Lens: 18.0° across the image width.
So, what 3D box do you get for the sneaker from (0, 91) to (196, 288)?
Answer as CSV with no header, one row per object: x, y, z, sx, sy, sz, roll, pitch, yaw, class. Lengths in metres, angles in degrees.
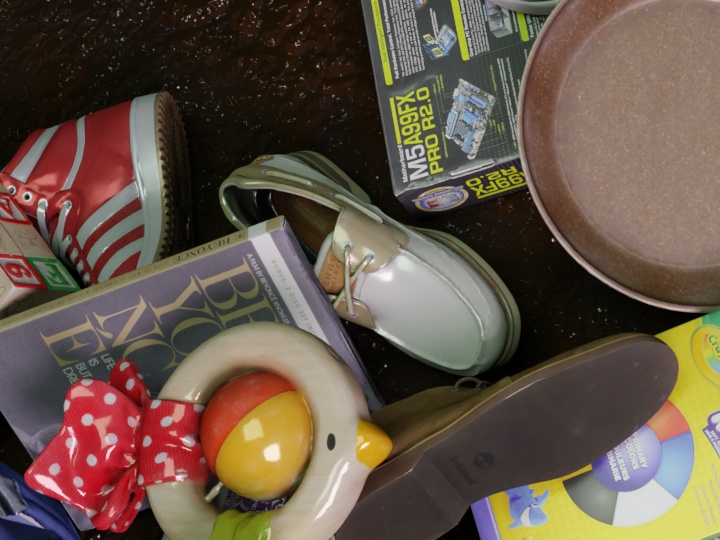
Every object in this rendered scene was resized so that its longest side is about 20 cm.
-0.158,-0.006,1.349,0.112,0.071,0.201,-11,60,13,sneaker

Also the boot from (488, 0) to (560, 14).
0.048,-0.222,1.286,0.200,0.090,0.073,38,87,28,boot

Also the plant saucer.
0.180,-0.077,1.228,0.199,0.037,0.202,0,85,-5,plant saucer

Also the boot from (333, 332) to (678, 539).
0.068,0.075,1.186,0.199,0.074,0.076,-27,36,5,boot

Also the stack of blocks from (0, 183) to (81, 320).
-0.263,0.046,1.341,0.115,0.058,0.200,48,113,28,stack of blocks

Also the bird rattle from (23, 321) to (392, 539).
-0.066,0.101,1.167,0.163,0.113,0.200,-47,48,7,bird rattle

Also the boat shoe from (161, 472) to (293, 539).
-0.060,0.142,1.230,0.072,0.069,0.201,22,96,-17,boat shoe

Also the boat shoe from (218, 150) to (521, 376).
0.000,0.000,1.274,0.199,0.068,0.075,33,117,34,boat shoe

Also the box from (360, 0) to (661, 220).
0.083,-0.147,1.322,0.159,0.044,0.201,-17,66,15,box

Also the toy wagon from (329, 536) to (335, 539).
0.017,0.209,1.196,0.155,0.039,0.201,-32,62,28,toy wagon

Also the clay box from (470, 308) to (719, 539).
0.155,0.099,1.202,0.199,0.048,0.116,-24,65,14,clay box

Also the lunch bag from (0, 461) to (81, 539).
-0.220,0.167,1.238,0.132,0.200,0.136,-38,57,2,lunch bag

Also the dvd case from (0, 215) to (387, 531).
-0.102,0.062,1.268,0.199,0.149,0.016,-20,33,13,dvd case
